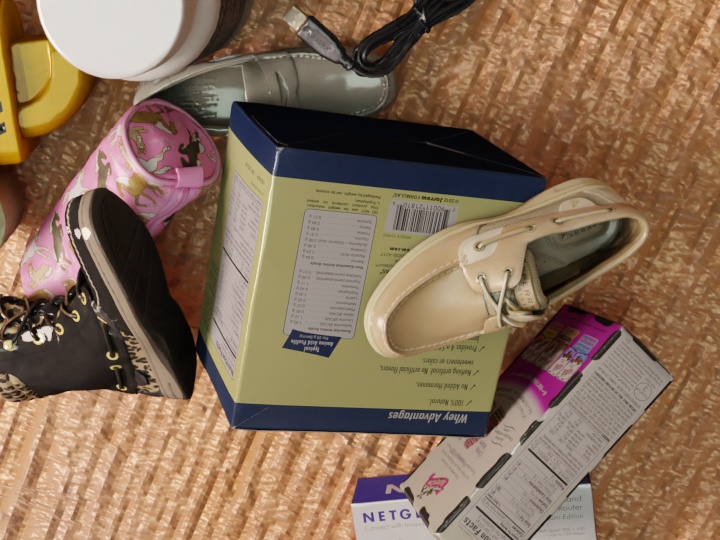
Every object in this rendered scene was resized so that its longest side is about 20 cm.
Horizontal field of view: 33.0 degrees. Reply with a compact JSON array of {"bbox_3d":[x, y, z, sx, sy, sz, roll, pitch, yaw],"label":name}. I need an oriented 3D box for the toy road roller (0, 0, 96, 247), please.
[{"bbox_3d":[-0.268,-0.112,0.919,0.145,0.123,0.201,-7,106,-4],"label":"toy road roller"}]

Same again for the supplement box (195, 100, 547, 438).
[{"bbox_3d":[0.000,0.000,0.881,0.199,0.134,0.201,5,109,-20],"label":"supplement box"}]

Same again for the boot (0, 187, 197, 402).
[{"bbox_3d":[-0.214,0.029,0.882,0.150,0.073,0.200,-6,140,11],"label":"boot"}]

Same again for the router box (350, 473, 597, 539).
[{"bbox_3d":[0.102,0.258,1.027,0.199,0.049,0.180,-7,106,8],"label":"router box"}]

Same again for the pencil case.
[{"bbox_3d":[-0.184,-0.041,0.917,0.086,0.083,0.200,41,128,-5],"label":"pencil case"}]

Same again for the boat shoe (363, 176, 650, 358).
[{"bbox_3d":[0.097,0.003,0.803,0.199,0.065,0.072,-26,117,-9],"label":"boat shoe"}]

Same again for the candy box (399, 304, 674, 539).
[{"bbox_3d":[0.127,0.124,0.910,0.061,0.136,0.200,44,89,-9],"label":"candy box"}]

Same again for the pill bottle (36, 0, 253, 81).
[{"bbox_3d":[-0.143,-0.192,0.837,0.113,0.200,0.114,2,107,5],"label":"pill bottle"}]

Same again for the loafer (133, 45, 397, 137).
[{"bbox_3d":[-0.072,-0.131,0.916,0.199,0.070,0.070,-6,106,8],"label":"loafer"}]

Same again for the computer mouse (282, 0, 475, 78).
[{"bbox_3d":[-0.019,-0.235,0.877,0.200,0.046,0.140,45,79,-14],"label":"computer mouse"}]
